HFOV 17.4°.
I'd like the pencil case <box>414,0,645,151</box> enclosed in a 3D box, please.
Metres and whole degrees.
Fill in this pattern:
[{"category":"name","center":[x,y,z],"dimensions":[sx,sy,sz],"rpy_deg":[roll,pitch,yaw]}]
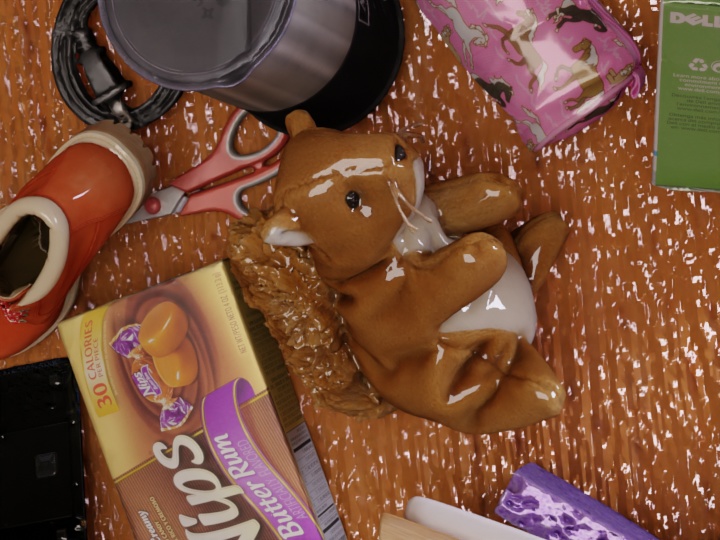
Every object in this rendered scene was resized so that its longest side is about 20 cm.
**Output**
[{"category":"pencil case","center":[0.081,-0.166,1.356],"dimensions":[0.083,0.086,0.201],"rpy_deg":[-33,87,-29]}]

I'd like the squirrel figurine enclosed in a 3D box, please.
[{"category":"squirrel figurine","center":[0.000,0.000,1.336],"dimensions":[0.199,0.142,0.186],"rpy_deg":[-19,136,38]}]

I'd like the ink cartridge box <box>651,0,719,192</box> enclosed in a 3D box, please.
[{"category":"ink cartridge box","center":[0.193,-0.145,1.265],"dimensions":[0.059,0.201,0.104],"rpy_deg":[6,53,10]}]

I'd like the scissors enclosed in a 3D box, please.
[{"category":"scissors","center":[-0.114,-0.037,1.444],"dimensions":[0.199,0.014,0.074],"rpy_deg":[-29,91,12]}]

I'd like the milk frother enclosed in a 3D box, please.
[{"category":"milk frother","center":[-0.105,-0.140,1.340],"dimensions":[0.200,0.188,0.181],"rpy_deg":[-42,73,11]}]

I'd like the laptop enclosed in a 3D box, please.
[{"category":"laptop","center":[-0.238,0.177,1.496],"dimensions":[0.176,0.103,0.202],"rpy_deg":[-11,68,13]}]

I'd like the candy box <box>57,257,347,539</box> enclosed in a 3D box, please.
[{"category":"candy box","center":[-0.094,0.104,1.434],"dimensions":[0.116,0.056,0.202],"rpy_deg":[-19,90,13]}]

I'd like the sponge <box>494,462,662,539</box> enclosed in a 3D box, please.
[{"category":"sponge","center":[0.172,0.175,1.352],"dimensions":[0.199,0.112,0.030],"rpy_deg":[31,93,8]}]

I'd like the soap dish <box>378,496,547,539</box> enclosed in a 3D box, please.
[{"category":"soap dish","center":[0.082,0.212,1.333],"dimensions":[0.156,0.200,0.082],"rpy_deg":[19,67,12]}]

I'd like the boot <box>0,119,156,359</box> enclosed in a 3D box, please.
[{"category":"boot","center":[-0.207,0.000,1.401],"dimensions":[0.075,0.107,0.200],"rpy_deg":[39,129,-1]}]

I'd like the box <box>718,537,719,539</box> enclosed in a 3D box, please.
[{"category":"box","center":[0.322,0.146,1.357],"dimensions":[0.199,0.036,0.144],"rpy_deg":[25,100,10]}]
